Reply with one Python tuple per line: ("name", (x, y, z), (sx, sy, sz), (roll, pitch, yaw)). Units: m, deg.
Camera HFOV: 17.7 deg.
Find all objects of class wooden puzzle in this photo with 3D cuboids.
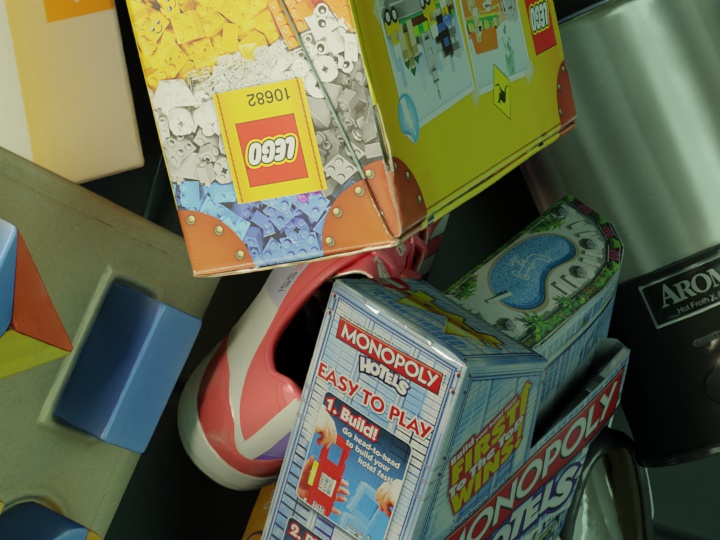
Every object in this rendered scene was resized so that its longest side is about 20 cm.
("wooden puzzle", (-0.121, 0.061, 0.802), (0.200, 0.046, 0.185), (29, 83, -62))

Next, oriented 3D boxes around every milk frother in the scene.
("milk frother", (0.156, -0.036, 1.010), (0.180, 0.200, 0.188), (-23, 92, -6))

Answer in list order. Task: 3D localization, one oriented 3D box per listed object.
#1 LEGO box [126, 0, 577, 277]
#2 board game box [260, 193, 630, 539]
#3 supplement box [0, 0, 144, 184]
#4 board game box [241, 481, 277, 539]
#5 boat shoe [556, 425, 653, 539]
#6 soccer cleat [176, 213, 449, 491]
("LEGO box", (-0.001, -0.096, 0.807), (0.200, 0.077, 0.149), (-33, 112, -64))
("board game box", (0.036, 0.066, 0.856), (0.200, 0.062, 0.200), (-37, 148, -38))
("supplement box", (-0.184, -0.075, 0.791), (0.200, 0.074, 0.126), (-18, 104, -33))
("board game box", (-0.005, 0.120, 0.943), (0.096, 0.030, 0.200), (36, 60, -32))
("boat shoe", (0.100, 0.162, 1.020), (0.074, 0.060, 0.200), (-4, 96, -35))
("soccer cleat", (0.000, 0.000, 0.904), (0.068, 0.073, 0.200), (43, 52, -14))
